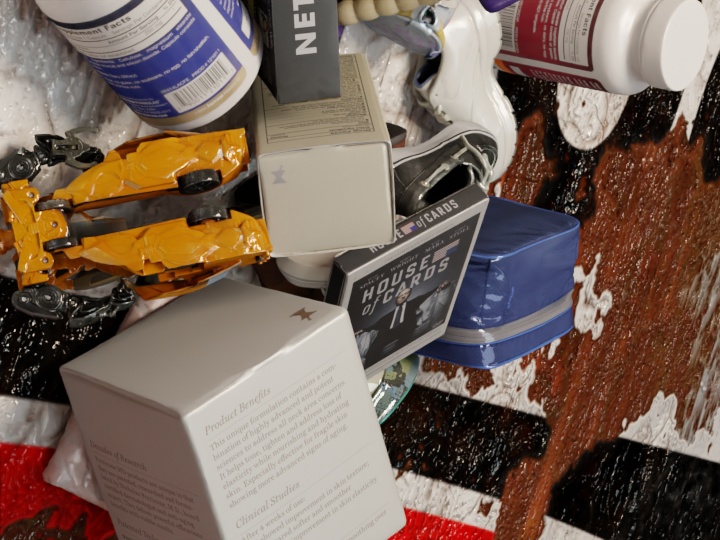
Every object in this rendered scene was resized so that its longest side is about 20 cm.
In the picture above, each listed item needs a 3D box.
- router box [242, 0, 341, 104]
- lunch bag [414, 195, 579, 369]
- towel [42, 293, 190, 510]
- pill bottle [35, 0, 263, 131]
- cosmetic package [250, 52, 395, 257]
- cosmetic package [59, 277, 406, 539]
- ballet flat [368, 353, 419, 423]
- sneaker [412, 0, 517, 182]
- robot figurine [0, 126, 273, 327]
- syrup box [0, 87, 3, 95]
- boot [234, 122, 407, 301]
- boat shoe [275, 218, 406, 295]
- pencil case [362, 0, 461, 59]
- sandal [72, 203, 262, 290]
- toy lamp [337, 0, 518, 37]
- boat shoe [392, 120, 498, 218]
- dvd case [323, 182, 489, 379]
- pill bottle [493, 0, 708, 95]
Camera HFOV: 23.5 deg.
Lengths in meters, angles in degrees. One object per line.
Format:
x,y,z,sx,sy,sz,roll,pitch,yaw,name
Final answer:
-0.060,-0.244,1.308,0.052,0.157,0.200,-8,115,-12,router box
0.120,0.016,1.654,0.200,0.136,0.133,-19,119,-48,lunch bag
-0.143,0.118,1.419,0.191,0.032,0.200,36,74,-39,towel
-0.162,-0.198,1.228,0.116,0.116,0.200,-59,141,-17,pill bottle
-0.032,-0.094,1.356,0.200,0.103,0.087,-98,-177,-64,cosmetic package
-0.095,0.137,1.332,0.167,0.166,0.200,-32,119,-33,cosmetic package
-0.017,0.128,1.585,0.200,0.074,0.074,-52,138,-30,ballet flat
0.089,-0.165,1.614,0.087,0.074,0.200,-29,123,-23,sneaker
-0.171,-0.034,1.248,0.200,0.058,0.145,-11,77,-12,robot figurine
-0.329,-0.107,1.079,0.200,0.081,0.079,14,94,-53,syrup box
-0.019,-0.015,1.521,0.188,0.068,0.200,-40,133,-36,boot
0.000,0.000,1.474,0.200,0.072,0.069,-14,129,-53,boat shoe
0.072,-0.288,1.512,0.083,0.091,0.200,26,78,-9,pencil case
-0.141,-0.009,1.345,0.200,0.080,0.054,-19,104,-44,sandal
0.052,-0.225,1.417,0.058,0.200,0.058,37,47,-55,toy lamp
0.080,-0.083,1.522,0.199,0.068,0.074,-15,127,-58,boat shoe
0.027,0.024,1.449,0.150,0.025,0.200,-29,154,-27,dvd case
0.219,-0.227,1.630,0.113,0.200,0.113,-24,122,-45,pill bottle
